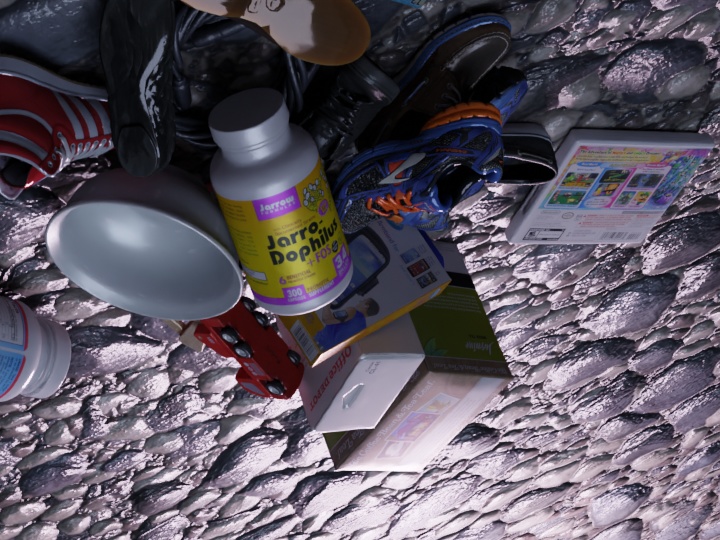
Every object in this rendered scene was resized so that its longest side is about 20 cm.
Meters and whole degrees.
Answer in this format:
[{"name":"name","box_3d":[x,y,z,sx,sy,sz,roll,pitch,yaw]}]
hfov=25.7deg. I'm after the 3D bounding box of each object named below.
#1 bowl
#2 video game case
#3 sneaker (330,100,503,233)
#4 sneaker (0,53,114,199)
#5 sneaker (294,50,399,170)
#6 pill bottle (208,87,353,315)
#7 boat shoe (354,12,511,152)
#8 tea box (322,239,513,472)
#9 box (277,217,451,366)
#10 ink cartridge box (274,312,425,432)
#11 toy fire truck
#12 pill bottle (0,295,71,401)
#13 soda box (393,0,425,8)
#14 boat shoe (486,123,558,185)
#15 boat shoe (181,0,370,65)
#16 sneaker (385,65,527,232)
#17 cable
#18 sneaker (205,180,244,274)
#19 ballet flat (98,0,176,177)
[{"name":"bowl","box_3d":[-0.201,-0.041,1.540,0.198,0.091,0.202,9,148,6]},{"name":"video game case","box_3d":[0.289,-0.095,1.839,0.198,0.024,0.183,-1,142,-28]},{"name":"sneaker","box_3d":[0.052,-0.086,1.514,0.199,0.079,0.075,-30,149,24]},{"name":"sneaker","box_3d":[-0.259,-0.111,1.403,0.198,0.114,0.071,15,152,-40]},{"name":"sneaker","box_3d":[-0.019,-0.146,1.487,0.104,0.060,0.200,-48,180,0]},{"name":"pill bottle","box_3d":[-0.078,-0.065,1.470,0.103,0.105,0.202,-19,124,-2]},{"name":"boat shoe","box_3d":[0.076,-0.171,1.556,0.199,0.073,0.072,-38,144,25]},{"name":"tea box","box_3d":[0.041,0.098,1.816,0.132,0.198,0.200,7,139,-37]},{"name":"box","box_3d":[0.000,0.000,1.611,0.199,0.120,0.042,-29,168,-28]},{"name":"ink cartridge box","box_3d":[-0.021,0.052,1.709,0.085,0.202,0.148,-1,143,-30]},{"name":"toy fire truck","box_3d":[-0.162,0.061,1.669,0.140,0.049,0.200,2,142,40]},{"name":"pill bottle","box_3d":[-0.399,0.074,1.611,0.109,0.110,0.199,-40,144,27]},{"name":"soda box","box_3d":[-0.014,-0.288,1.341,0.198,0.064,0.068,10,136,-38]},{"name":"boat shoe","box_3d":[0.122,-0.118,1.675,0.197,0.057,0.069,-6,145,-23]},{"name":"boat shoe","box_3d":[-0.081,-0.239,1.351,0.198,0.070,0.071,22,110,-33]},{"name":"sneaker","box_3d":[0.104,-0.123,1.608,0.078,0.076,0.200,29,110,-33]},{"name":"cable","box_3d":[-0.123,-0.176,1.455,0.161,0.051,0.200,4,141,-34]},{"name":"sneaker","box_3d":[-0.148,-0.020,1.637,0.073,0.088,0.201,1,142,-29]},{"name":"ballet flat","box_3d":[-0.192,-0.178,1.375,0.065,0.057,0.202,6,118,2]}]
